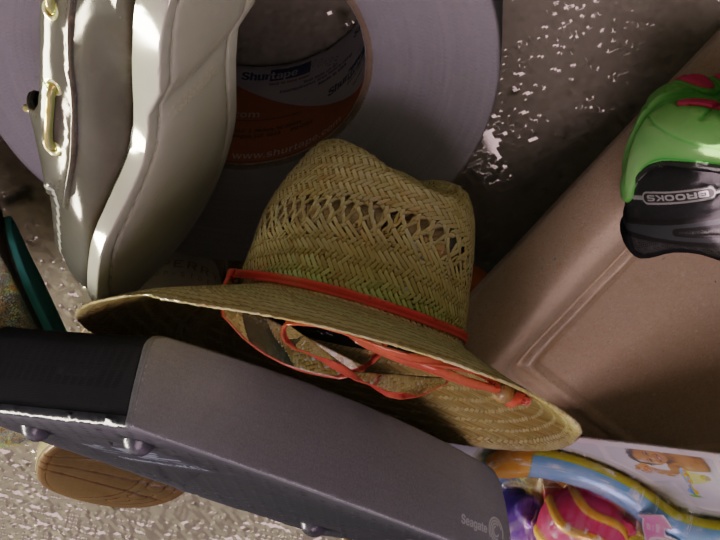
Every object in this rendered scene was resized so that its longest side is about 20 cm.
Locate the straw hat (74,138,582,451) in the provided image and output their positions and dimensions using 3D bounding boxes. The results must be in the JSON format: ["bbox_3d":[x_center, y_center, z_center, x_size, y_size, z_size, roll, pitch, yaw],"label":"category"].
[{"bbox_3d":[0.000,0.000,0.742,0.199,0.086,0.201,13,169,3],"label":"straw hat"}]

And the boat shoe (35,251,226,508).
[{"bbox_3d":[-0.094,0.047,0.907,0.071,0.065,0.200,15,148,-16],"label":"boat shoe"}]

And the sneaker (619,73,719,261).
[{"bbox_3d":[0.188,-0.009,0.781,0.198,0.077,0.084,20,117,-5],"label":"sneaker"}]

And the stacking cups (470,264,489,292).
[{"bbox_3d":[0.059,0.037,0.876,0.199,0.061,0.060,31,127,-23],"label":"stacking cups"}]

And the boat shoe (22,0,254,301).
[{"bbox_3d":[-0.083,-0.063,0.721,0.060,0.072,0.202,35,143,13],"label":"boat shoe"}]

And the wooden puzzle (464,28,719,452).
[{"bbox_3d":[0.165,0.015,0.843,0.200,0.037,0.185,38,104,-21],"label":"wooden puzzle"}]

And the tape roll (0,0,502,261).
[{"bbox_3d":[-0.045,-0.099,0.770,0.198,0.066,0.202,3,132,4],"label":"tape roll"}]

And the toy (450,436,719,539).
[{"bbox_3d":[0.101,0.113,0.848,0.198,0.048,0.115,1,143,30],"label":"toy"}]

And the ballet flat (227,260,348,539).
[{"bbox_3d":[-0.019,0.063,0.901,0.063,0.069,0.201,-39,126,-9],"label":"ballet flat"}]

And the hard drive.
[{"bbox_3d":[-0.044,0.067,0.788,0.199,0.043,0.134,25,164,-40],"label":"hard drive"}]

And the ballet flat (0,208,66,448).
[{"bbox_3d":[-0.163,-0.019,0.800,0.070,0.071,0.202,-11,111,15],"label":"ballet flat"}]
